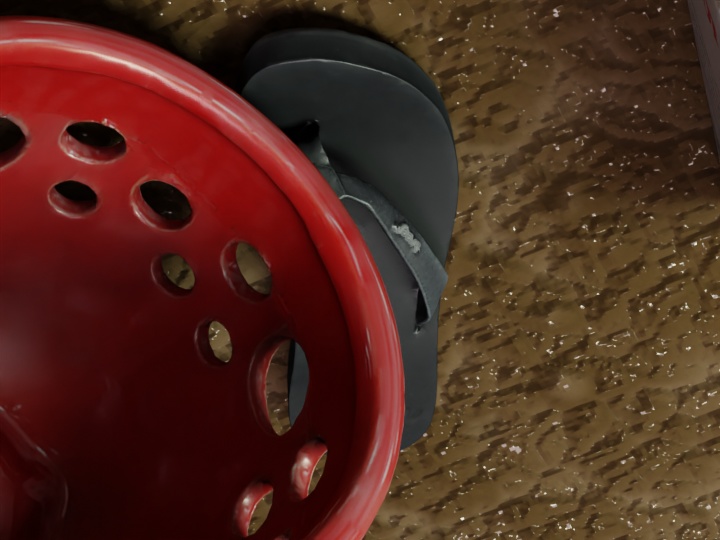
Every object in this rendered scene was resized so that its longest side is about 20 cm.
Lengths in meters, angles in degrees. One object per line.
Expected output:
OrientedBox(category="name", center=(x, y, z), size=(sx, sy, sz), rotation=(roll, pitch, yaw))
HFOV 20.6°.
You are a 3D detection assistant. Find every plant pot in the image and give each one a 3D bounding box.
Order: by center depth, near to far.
OrientedBox(category="plant pot", center=(-0.115, 0.048, 0.628), size=(0.200, 0.201, 0.182), rotation=(24, 142, -24))

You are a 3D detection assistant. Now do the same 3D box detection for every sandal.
OrientedBox(category="sandal", center=(0.001, 0.000, 0.698), size=(0.076, 0.043, 0.201), rotation=(-7, 133, 3))

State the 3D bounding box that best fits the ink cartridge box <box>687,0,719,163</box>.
OrientedBox(category="ink cartridge box", center=(0.148, -0.052, 0.589), size=(0.085, 0.148, 0.200), rotation=(-13, 133, 8))
